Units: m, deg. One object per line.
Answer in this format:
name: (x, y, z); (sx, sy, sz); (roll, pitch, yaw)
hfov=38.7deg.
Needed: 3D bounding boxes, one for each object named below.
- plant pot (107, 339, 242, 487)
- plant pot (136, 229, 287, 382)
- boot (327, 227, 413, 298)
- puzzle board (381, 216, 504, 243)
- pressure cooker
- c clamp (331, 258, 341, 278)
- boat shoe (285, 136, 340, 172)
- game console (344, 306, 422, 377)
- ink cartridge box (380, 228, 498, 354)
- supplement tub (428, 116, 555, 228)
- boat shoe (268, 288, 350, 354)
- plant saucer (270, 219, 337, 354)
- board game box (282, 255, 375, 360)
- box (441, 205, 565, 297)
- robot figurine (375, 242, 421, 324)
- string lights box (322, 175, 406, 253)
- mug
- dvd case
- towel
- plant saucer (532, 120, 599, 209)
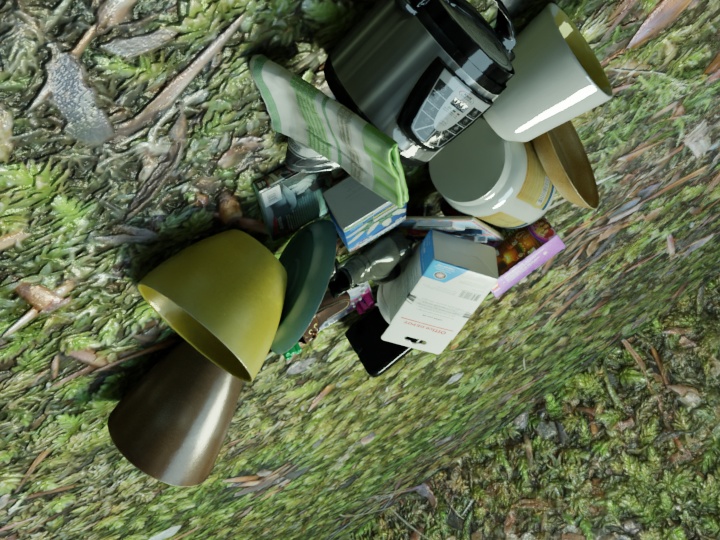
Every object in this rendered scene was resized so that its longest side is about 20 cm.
plant pot: (-0.268, 0.197, 1.606); (0.186, 0.187, 0.201); (7, 121, -57)
plant pot: (-0.180, 0.031, 1.378); (0.143, 0.199, 0.201); (-52, 162, -18)
boot: (0.000, 0.000, 1.602); (0.129, 0.068, 0.200); (-31, 172, -15)
puzzle board: (0.108, -0.062, 1.597); (0.197, 0.018, 0.150); (1, 171, 27)
pressure cooker: (0.076, -0.242, 1.156); (0.200, 0.179, 0.176); (-42, -176, 20)
c clamp: (-0.103, 0.026, 1.602); (0.197, 0.027, 0.172); (-12, 145, -31)
boat shoe: (-0.006, -0.167, 1.323); (0.197, 0.072, 0.068); (-18, 151, -27)
game console: (0.083, 0.098, 1.874); (0.199, 0.177, 0.116); (-39, 138, 5)
ink cartridge box: (0.117, 0.037, 1.599); (0.114, 0.069, 0.201); (16, 135, -17)
supplement tub: (0.199, -0.146, 1.536); (0.144, 0.146, 0.199); (-41, 156, 19)
boat shoe: (-0.100, 0.088, 1.617); (0.197, 0.071, 0.071); (-23, 153, -13)
plant saucer: (-0.093, 0.018, 1.441); (0.027, 0.202, 0.201); (23, 130, -20)
board game box: (-0.069, 0.069, 1.769); (0.198, 0.026, 0.200); (-32, 157, -5)
box: (0.228, -0.069, 1.663); (0.136, 0.201, 0.039); (-37, 134, 9)
robot figurine: (0.102, 0.029, 1.727); (0.112, 0.170, 0.200); (-27, 166, -48)
string lights box: (0.009, -0.089, 1.430); (0.102, 0.059, 0.200); (-31, 172, -2)
mug: (0.249, -0.251, 1.409); (0.152, 0.151, 0.185); (-34, 152, 26)
dvd case: (-0.048, -0.125, 1.417); (0.198, 0.022, 0.146); (-31, 157, -9)
towel: (-0.035, -0.153, 1.154); (0.031, 0.199, 0.149); (-50, 160, -10)
plant saucer: (0.302, -0.179, 1.555); (0.035, 0.203, 0.199); (-24, 163, 25)
